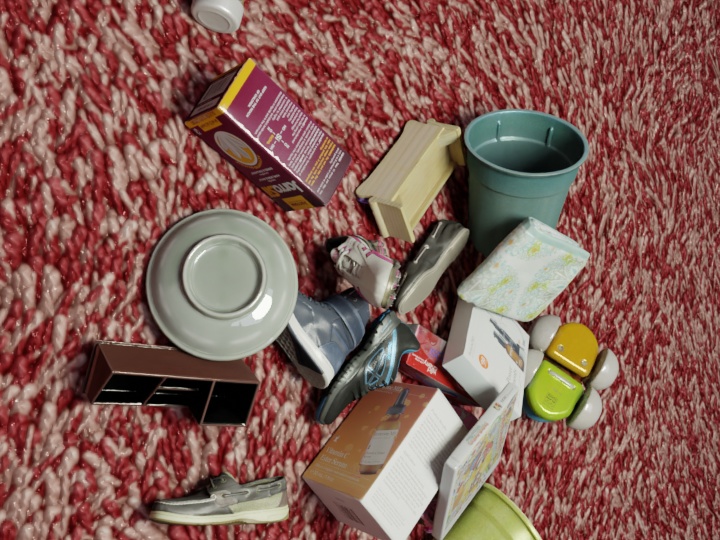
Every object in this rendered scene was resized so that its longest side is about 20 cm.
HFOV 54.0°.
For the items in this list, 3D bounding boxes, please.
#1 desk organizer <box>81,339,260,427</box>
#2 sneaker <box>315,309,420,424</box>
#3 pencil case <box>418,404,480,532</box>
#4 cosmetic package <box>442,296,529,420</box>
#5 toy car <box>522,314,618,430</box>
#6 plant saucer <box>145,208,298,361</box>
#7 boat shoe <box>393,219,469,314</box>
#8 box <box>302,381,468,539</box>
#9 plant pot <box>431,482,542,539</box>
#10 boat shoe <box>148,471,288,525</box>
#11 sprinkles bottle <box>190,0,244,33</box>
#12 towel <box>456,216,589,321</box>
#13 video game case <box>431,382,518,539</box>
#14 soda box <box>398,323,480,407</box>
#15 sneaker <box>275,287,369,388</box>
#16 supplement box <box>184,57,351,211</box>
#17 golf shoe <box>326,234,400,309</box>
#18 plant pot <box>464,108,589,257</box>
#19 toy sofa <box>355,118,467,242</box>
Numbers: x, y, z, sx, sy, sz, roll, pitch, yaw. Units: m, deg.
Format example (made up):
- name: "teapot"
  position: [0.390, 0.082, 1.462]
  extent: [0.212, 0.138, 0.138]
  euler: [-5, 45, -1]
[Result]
- name: "desk organizer"
  position: [-0.231, 0.144, 0.878]
  extent: [0.198, 0.077, 0.073]
  euler: [11, 104, -37]
- name: "sneaker"
  position: [0.011, 0.156, 1.055]
  extent: [0.082, 0.073, 0.201]
  euler: [41, 77, -5]
- name: "pencil case"
  position: [0.130, 0.322, 1.164]
  extent: [0.201, 0.086, 0.083]
  euler: [-57, 159, -24]
- name: "cosmetic package"
  position: [0.216, 0.133, 1.189]
  extent: [0.151, 0.051, 0.201]
  euler: [44, 36, -16]
- name: "toy car"
  position: [0.362, 0.197, 1.310]
  extent: [0.174, 0.150, 0.201]
  euler: [33, 61, 5]
- name: "plant saucer"
  position: [-0.175, 0.012, 0.905]
  extent: [0.196, 0.050, 0.204]
  euler: [4, 75, -13]
- name: "boat shoe"
  position: [0.107, -0.009, 1.179]
  extent: [0.200, 0.057, 0.067]
  euler: [-47, 151, -25]
- name: "box"
  position: [0.040, 0.276, 1.049]
  extent: [0.200, 0.151, 0.107]
  euler: [-49, 116, -28]
- name: "plant pot"
  position: [0.179, 0.482, 1.144]
  extent: [0.183, 0.200, 0.203]
  euler: [-29, 106, -21]
- name: "boat shoe"
  position: [-0.182, 0.301, 0.934]
  extent: [0.198, 0.071, 0.067]
  euler: [13, 71, -37]
- name: "sprinkles bottle"
  position: [-0.173, -0.429, 0.959]
  extent: [0.068, 0.068, 0.204]
  euler: [21, 76, -35]
- name: "towel"
  position: [0.275, 0.005, 1.167]
  extent: [0.198, 0.048, 0.172]
  euler: [19, 120, -43]
- name: "video game case"
  position: [0.174, 0.293, 1.077]
  extent: [0.182, 0.023, 0.202]
  euler: [-40, 146, -37]
- name: "soda box"
  position: [0.132, 0.161, 1.179]
  extent: [0.199, 0.063, 0.071]
  euler: [33, 68, -32]
- name: "sneaker"
  position: [-0.071, 0.045, 1.021]
  extent: [0.146, 0.076, 0.204]
  euler: [-45, 110, -34]
- name: "supplement box"
  position: [-0.123, -0.176, 0.964]
  extent: [0.199, 0.110, 0.087]
  euler: [40, 66, -29]
- name: "golf shoe"
  position: [0.000, 0.000, 1.012]
  extent: [0.091, 0.200, 0.074]
  euler: [12, 104, -15]
- name: "plant pot"
  position: [0.262, -0.134, 1.188]
  extent: [0.199, 0.199, 0.198]
  euler: [-34, 142, -33]
- name: "toy sofa"
  position: [0.085, -0.150, 1.153]
  extent: [0.201, 0.096, 0.083]
  euler: [-55, 143, -25]
